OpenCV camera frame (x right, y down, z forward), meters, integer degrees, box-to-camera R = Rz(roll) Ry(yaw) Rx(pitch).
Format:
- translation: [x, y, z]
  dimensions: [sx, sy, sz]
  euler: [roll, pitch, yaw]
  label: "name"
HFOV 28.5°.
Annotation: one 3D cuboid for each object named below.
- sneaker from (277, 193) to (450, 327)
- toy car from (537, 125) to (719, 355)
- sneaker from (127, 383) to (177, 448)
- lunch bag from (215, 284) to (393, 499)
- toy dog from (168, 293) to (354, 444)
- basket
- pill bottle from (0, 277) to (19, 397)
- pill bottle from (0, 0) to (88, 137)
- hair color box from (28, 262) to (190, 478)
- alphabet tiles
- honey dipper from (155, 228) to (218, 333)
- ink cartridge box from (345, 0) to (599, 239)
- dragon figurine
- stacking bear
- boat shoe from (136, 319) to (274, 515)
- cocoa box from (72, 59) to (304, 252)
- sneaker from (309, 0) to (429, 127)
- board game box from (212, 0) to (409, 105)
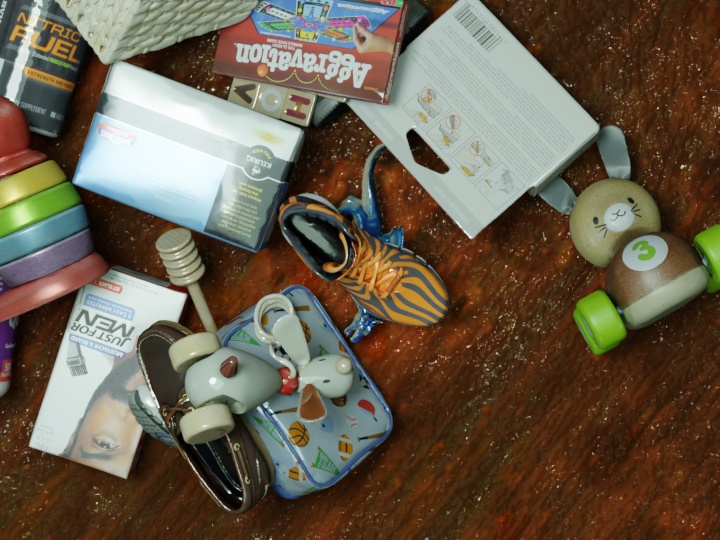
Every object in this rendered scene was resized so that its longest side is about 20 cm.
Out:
- translation: [0.000, 0.000, 1.389]
  dimensions: [0.199, 0.112, 0.078]
  euler: [31, 97, -4]
  label: "sneaker"
- translation: [0.264, -0.042, 1.440]
  dimensions: [0.163, 0.158, 0.201]
  euler: [-29, 80, 2]
  label: "toy car"
- translation: [-0.149, 0.152, 1.459]
  dimensions: [0.199, 0.074, 0.088]
  euler: [27, 75, -32]
  label: "sneaker"
- translation: [-0.061, 0.124, 1.444]
  dimensions: [0.160, 0.075, 0.201]
  euler: [-36, 96, -44]
  label: "lunch bag"
- translation: [-0.085, 0.092, 1.326]
  dimensions: [0.199, 0.096, 0.133]
  euler: [-29, 85, -40]
  label: "toy dog"
- translation: [-0.188, -0.297, 1.367]
  dimensions: [0.199, 0.136, 0.124]
  euler: [-25, 79, -36]
  label: "basket"
- translation: [-0.401, 0.026, 1.445]
  dimensions: [0.111, 0.112, 0.202]
  euler: [9, 92, -1]
  label: "pill bottle"
- translation: [-0.326, -0.245, 1.439]
  dimensions: [0.105, 0.106, 0.202]
  euler: [17, 92, -1]
  label: "pill bottle"
- translation: [-0.258, 0.100, 1.474]
  dimensions: [0.110, 0.064, 0.202]
  euler: [18, 93, -2]
  label: "hair color box"
- translation: [-0.069, -0.256, 1.455]
  dimensions: [0.166, 0.008, 0.202]
  euler: [18, 94, 23]
  label: "alphabet tiles"
- translation: [-0.159, 0.048, 1.447]
  dimensions: [0.038, 0.038, 0.201]
  euler: [-17, 124, 0]
  label: "honey dipper"
- translation: [0.113, -0.154, 1.447]
  dimensions: [0.176, 0.045, 0.200]
  euler: [-40, 77, -5]
  label: "ink cartridge box"
- translation: [0.014, -0.028, 1.473]
  dimensions: [0.099, 0.059, 0.201]
  euler: [25, 96, -3]
  label: "dragon figurine"
- translation: [-0.330, -0.069, 1.365]
  dimensions: [0.113, 0.121, 0.201]
  euler: [-18, 99, 34]
  label: "stacking bear"
- translation: [-0.153, 0.140, 1.361]
  dimensions: [0.070, 0.070, 0.201]
  euler: [-35, 91, 27]
  label: "boat shoe"
- translation: [-0.168, -0.112, 1.431]
  dimensions: [0.198, 0.133, 0.132]
  euler: [20, 92, -1]
  label: "cocoa box"
- translation: [-0.008, -0.252, 1.468]
  dimensions: [0.104, 0.060, 0.200]
  euler: [44, 94, 6]
  label: "sneaker"
- translation: [-0.053, -0.234, 1.433]
  dimensions: [0.198, 0.019, 0.104]
  euler: [13, 94, 24]
  label: "board game box"
